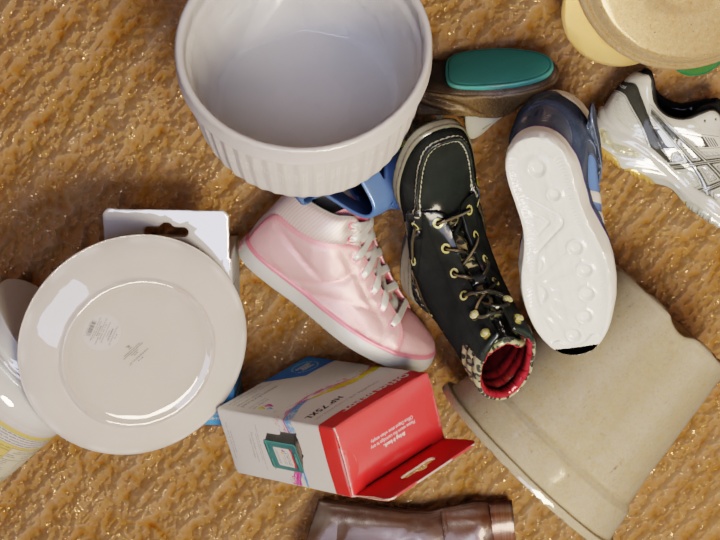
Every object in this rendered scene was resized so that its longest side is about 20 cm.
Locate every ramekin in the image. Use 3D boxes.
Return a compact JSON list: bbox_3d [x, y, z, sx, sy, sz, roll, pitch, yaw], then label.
[{"bbox_3d":[-0.045,-0.153,1.393,0.199,0.201,0.105,7,154,2],"label":"ramekin"}]

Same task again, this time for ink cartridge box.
[{"bbox_3d":[-0.013,0.133,1.504,0.200,0.116,0.067,4,115,47],"label":"ink cartridge box"},{"bbox_3d":[-0.165,0.032,1.559,0.115,0.068,0.201,2,109,2],"label":"ink cartridge box"}]

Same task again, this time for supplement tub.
[{"bbox_3d":[-0.345,0.116,1.563,0.200,0.145,0.145,-40,102,16],"label":"supplement tub"}]

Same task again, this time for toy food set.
[{"bbox_3d":[0.265,-0.254,1.419,0.197,0.049,0.201,3,113,-9],"label":"toy food set"}]

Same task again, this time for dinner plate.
[{"bbox_3d":[-0.190,0.067,1.492,0.199,0.024,0.201,-6,109,-18],"label":"dinner plate"}]

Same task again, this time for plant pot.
[{"bbox_3d":[0.205,0.104,1.503,0.200,0.200,0.184,43,96,-10],"label":"plant pot"}]

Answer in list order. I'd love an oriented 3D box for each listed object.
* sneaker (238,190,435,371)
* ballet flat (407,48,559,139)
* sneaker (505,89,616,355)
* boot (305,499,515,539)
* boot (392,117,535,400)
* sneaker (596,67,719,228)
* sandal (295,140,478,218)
[{"bbox_3d":[0.000,0.000,1.529,0.200,0.075,0.105,36,113,-3],"label":"sneaker"},{"bbox_3d":[0.068,-0.145,1.486,0.199,0.068,0.073,-2,129,6],"label":"ballet flat"},{"bbox_3d":[0.172,-0.049,1.442,0.080,0.147,0.201,-8,112,20],"label":"sneaker"},{"bbox_3d":[0.046,0.301,1.636,0.199,0.064,0.187,-3,96,2],"label":"boot"},{"bbox_3d":[0.089,-0.007,1.416,0.073,0.154,0.204,-18,138,-17],"label":"boot"},{"bbox_3d":[0.293,-0.096,1.473,0.200,0.076,0.088,29,109,-6],"label":"sneaker"},{"bbox_3d":[0.009,-0.075,1.478,0.199,0.087,0.080,16,138,-18],"label":"sandal"}]
